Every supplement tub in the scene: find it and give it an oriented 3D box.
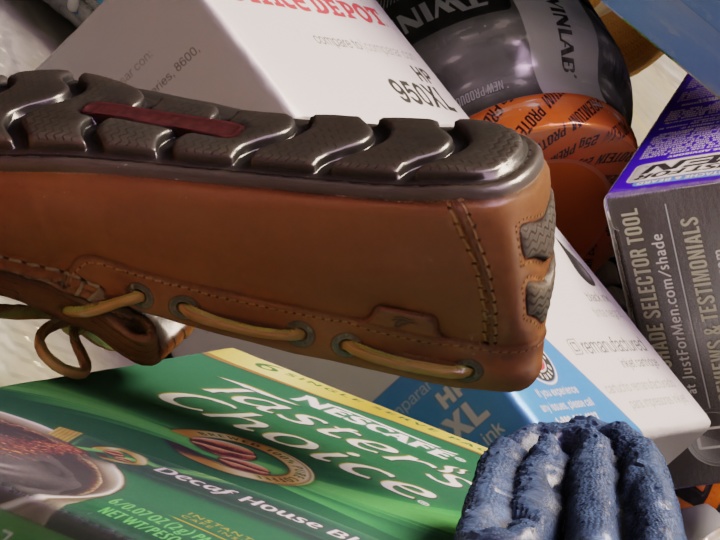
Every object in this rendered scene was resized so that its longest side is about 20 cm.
[{"bbox_3d":[0.024,-0.085,1.010,0.123,0.123,0.200,26,27,-46],"label":"supplement tub"}]

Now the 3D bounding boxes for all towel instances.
[{"bbox_3d":[0.062,0.137,0.609,0.112,0.049,0.200,-64,145,-76],"label":"towel"}]

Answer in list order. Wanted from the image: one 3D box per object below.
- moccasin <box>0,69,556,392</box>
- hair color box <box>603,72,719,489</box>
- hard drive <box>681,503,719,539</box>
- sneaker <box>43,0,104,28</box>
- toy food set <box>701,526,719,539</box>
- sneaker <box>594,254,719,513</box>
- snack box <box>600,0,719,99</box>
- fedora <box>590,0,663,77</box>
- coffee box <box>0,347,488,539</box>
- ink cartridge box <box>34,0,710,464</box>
[{"bbox_3d":[-0.050,-0.005,0.670,0.201,0.078,0.074,5,23,11],"label":"moccasin"},{"bbox_3d":[0.148,-0.012,0.974,0.200,0.065,0.109,-49,127,-61],"label":"hair color box"},{"bbox_3d":[0.107,0.142,0.864,0.132,0.027,0.200,59,22,14],"label":"hard drive"},{"bbox_3d":[-0.093,-0.119,0.913,0.200,0.075,0.087,22,36,-49],"label":"sneaker"},{"bbox_3d":[0.175,0.161,0.856,0.200,0.060,0.144,59,22,7],"label":"toy food set"},{"bbox_3d":[0.105,0.026,1.056,0.112,0.078,0.200,39,31,-34],"label":"sneaker"},{"bbox_3d":[0.091,-0.157,0.990,0.169,0.068,0.200,38,16,-12],"label":"snack box"},{"bbox_3d":[0.047,-0.155,1.144,0.201,0.201,0.082,48,40,5],"label":"fedora"},{"bbox_3d":[-0.030,0.063,0.649,0.123,0.044,0.200,21,10,22],"label":"coffee box"},{"bbox_3d":[0.000,0.000,0.849,0.200,0.084,0.145,52,20,16],"label":"ink cartridge box"}]
